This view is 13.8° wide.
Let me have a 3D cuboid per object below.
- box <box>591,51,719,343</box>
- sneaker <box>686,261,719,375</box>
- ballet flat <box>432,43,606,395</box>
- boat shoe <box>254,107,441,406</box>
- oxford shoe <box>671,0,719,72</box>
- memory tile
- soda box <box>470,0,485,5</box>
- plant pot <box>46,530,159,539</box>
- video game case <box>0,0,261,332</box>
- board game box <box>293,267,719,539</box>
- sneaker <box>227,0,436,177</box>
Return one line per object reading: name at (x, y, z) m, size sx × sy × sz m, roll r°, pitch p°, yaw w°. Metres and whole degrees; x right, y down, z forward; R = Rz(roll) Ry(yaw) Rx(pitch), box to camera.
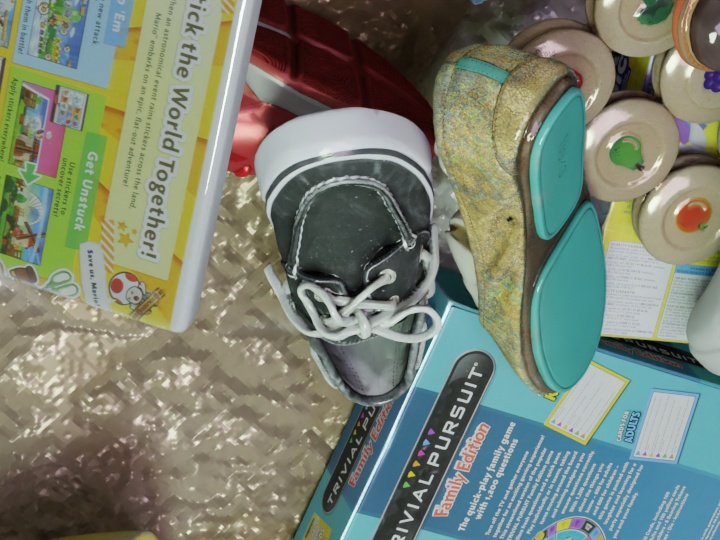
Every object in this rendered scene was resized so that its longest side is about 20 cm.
box at (0.163, -0.066, 1.317) m, size 0.117 × 0.048 × 0.201 m, roll 5°, pitch 115°, yaw -19°
sneaker at (0.185, -0.033, 1.249) m, size 0.088 × 0.075 × 0.200 m, roll 36°, pitch 135°, yaw -9°
ballet flat at (0.063, -0.024, 1.241) m, size 0.071 × 0.071 × 0.200 m, roll -21°, pitch 145°, yaw -7°
boat shoe at (-0.003, 0.001, 1.225) m, size 0.073 × 0.068 × 0.199 m, roll -7°, pitch 156°, yaw -5°
oxford shoe at (0.222, -0.128, 1.203) m, size 0.200 × 0.073 × 0.071 m, roll -26°, pitch 126°, yaw -4°
memory tile at (0.166, -0.101, 1.255) m, size 0.200 × 0.017 × 0.153 m, roll -43°, pitch 126°, yaw 8°
soda box at (0.117, -0.186, 1.235) m, size 0.200 × 0.064 × 0.069 m, roll -23°, pitch 121°, yaw -5°
plant pot at (-0.167, 0.207, 1.281) m, size 0.141 × 0.200 × 0.201 m, roll 4°, pitch 116°, yaw 9°
video game case at (-0.133, -0.091, 1.172) m, size 0.181 × 0.023 × 0.201 m, roll 17°, pitch 115°, yaw 9°
board game box at (0.090, 0.096, 1.370) m, size 0.200 × 0.047 × 0.151 m, roll 18°, pitch 108°, yaw -23°
sneaker at (-0.074, -0.058, 1.242) m, size 0.200 × 0.078 × 0.116 m, roll 23°, pitch 115°, yaw -13°
